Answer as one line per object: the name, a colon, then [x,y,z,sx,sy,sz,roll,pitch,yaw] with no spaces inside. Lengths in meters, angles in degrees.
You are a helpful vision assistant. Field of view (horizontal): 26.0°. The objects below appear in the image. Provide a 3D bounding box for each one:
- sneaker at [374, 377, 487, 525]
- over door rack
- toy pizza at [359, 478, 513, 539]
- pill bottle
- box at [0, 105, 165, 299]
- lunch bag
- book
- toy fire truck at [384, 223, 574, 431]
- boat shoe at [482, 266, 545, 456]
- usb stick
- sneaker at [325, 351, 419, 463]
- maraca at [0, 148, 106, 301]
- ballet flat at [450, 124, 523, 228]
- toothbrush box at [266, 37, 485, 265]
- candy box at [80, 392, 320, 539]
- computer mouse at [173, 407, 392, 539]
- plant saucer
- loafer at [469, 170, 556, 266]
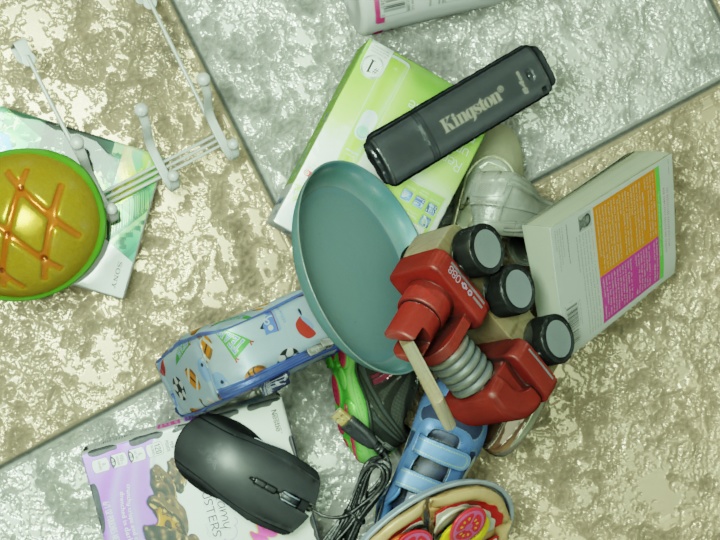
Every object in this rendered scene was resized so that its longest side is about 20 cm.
sneaker: [0.068,0.193,1.491,0.073,0.082,0.201,21,112,2]
over door rack: [-0.222,-0.166,1.471,0.147,0.067,0.201,-28,84,-17]
toy pizza: [0.066,0.279,1.483,0.199,0.201,0.032,-33,51,-7]
pill bottle: [0.081,-0.304,1.513,0.198,0.113,0.114,-14,91,-8]
box: [-0.301,-0.068,1.499,0.198,0.036,0.146,16,88,-9]
lunch bag: [-0.091,0.070,1.436,0.159,0.200,0.076,-23,91,-30]
book: [0.235,-0.018,1.499,0.199,0.048,0.135,-31,119,-42]
toy fire truck: [0.092,0.080,1.372,0.176,0.128,0.201,50,52,-22]
boat shoe: [0.151,0.082,1.538,0.071,0.076,0.202,24,76,-18]
usb stick: [0.093,-0.147,1.467,0.199,0.033,0.056,-31,90,-14]
sneaker: [0.014,0.089,1.511,0.083,0.077,0.202,-16,119,-21]
maraca: [-0.329,-0.035,1.427,0.198,0.107,0.138,-18,94,6]
ballet flat: [0.120,-0.049,1.540,0.069,0.069,0.202,16,87,-7]
toothbrush box: [0.019,-0.100,1.517,0.145,0.086,0.201,29,87,-7]
candy box: [-0.150,0.224,1.498,0.198,0.072,0.169,-16,91,-8]
computer mouse: [-0.065,0.179,1.450,0.199,0.046,0.141,36,86,-6]
plant saucer: [0.000,0.000,1.400,0.027,0.200,0.202,-22,93,33]
loafer: [0.166,-0.037,1.502,0.199,0.069,0.070,23,75,-47]
